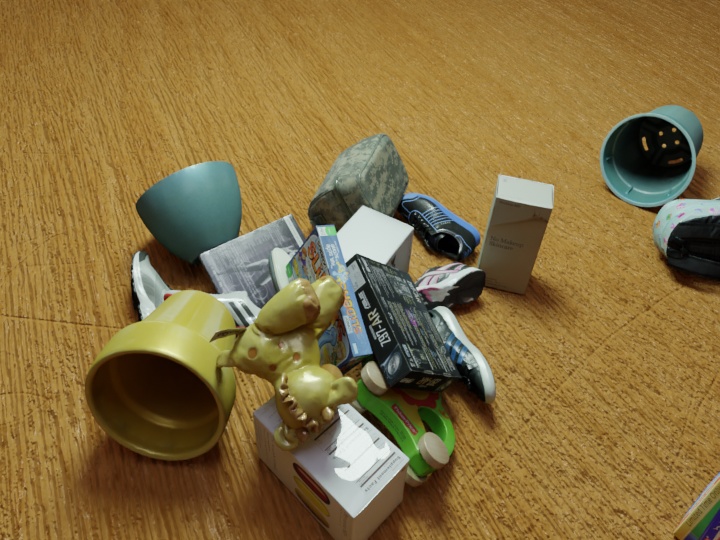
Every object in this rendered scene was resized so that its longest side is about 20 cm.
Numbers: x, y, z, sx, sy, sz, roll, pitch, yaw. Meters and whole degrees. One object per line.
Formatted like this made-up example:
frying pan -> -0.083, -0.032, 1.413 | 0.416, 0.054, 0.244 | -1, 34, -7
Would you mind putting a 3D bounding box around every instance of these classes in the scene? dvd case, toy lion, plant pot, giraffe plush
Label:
dvd case -> -0.174, -0.002, 1.095 | 0.197, 0.016, 0.151 | -27, 81, -27
toy lion -> 0.070, 0.190, 0.895 | 0.201, 0.069, 0.190 | 50, 27, 12
plant pot -> 0.672, -0.276, 1.350 | 0.198, 0.204, 0.195 | 31, 43, 27
giraffe plush -> -0.077, 0.125, 0.772 | 0.198, 0.173, 0.164 | -22, 68, -46
plant pot -> -0.268, 0.136, 0.881 | 0.194, 0.206, 0.190 | 6, 31, 3
plant pot -> -0.301, -0.093, 1.125 | 0.197, 0.200, 0.137 | -25, 84, -26

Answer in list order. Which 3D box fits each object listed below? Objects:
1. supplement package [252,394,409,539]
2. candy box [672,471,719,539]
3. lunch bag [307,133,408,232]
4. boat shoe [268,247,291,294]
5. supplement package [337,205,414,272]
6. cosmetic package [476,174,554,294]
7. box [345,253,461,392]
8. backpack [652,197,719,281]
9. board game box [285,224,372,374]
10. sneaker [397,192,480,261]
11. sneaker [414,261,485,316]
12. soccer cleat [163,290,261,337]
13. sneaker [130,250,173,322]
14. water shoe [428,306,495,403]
supplement package -> -0.043, 0.256, 0.817 | 0.198, 0.116, 0.109 | 35, 52, 30
candy box -> 0.519, 0.336, 0.729 | 0.076, 0.172, 0.199 | -24, 49, -31
lunch bag -> -0.010, -0.170, 1.232 | 0.164, 0.141, 0.202 | -10, 36, 32
boat shoe -> -0.122, 0.063, 0.995 | 0.072, 0.061, 0.205 | 3, 63, -62
supplement package -> 0.000, 0.000, 1.077 | 0.115, 0.119, 0.201 | 23, 48, 20
cosmetic package -> 0.278, -0.062, 1.094 | 0.100, 0.204, 0.074 | 12, 44, 10
box -> 0.061, 0.081, 0.911 | 0.159, 0.043, 0.203 | 19, 39, -53
backpack -> 0.679, -0.064, 1.168 | 0.193, 0.172, 0.127 | 2, 24, 4
board game box -> -0.053, 0.054, 0.908 | 0.034, 0.135, 0.205 | -5, 67, -32
sneaker -> 0.144, -0.089, 1.209 | 0.197, 0.072, 0.077 | 31, 46, 25
sneaker -> 0.127, 0.040, 1.089 | 0.195, 0.083, 0.086 | -16, 28, -22
soccer cleat -> -0.230, 0.066, 1.007 | 0.195, 0.069, 0.087 | 21, 55, -8
sneaker -> -0.359, 0.047, 1.051 | 0.077, 0.075, 0.202 | -10, 51, -26
water shoe -> 0.149, 0.147, 0.979 | 0.077, 0.073, 0.201 | -20, 42, -10
